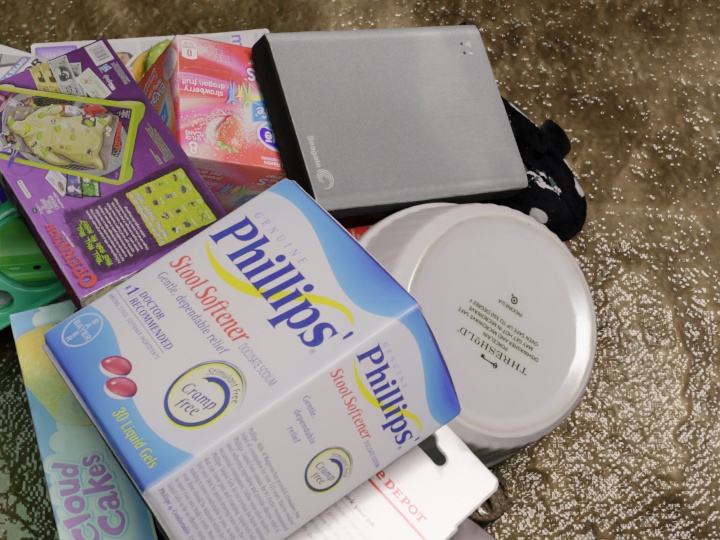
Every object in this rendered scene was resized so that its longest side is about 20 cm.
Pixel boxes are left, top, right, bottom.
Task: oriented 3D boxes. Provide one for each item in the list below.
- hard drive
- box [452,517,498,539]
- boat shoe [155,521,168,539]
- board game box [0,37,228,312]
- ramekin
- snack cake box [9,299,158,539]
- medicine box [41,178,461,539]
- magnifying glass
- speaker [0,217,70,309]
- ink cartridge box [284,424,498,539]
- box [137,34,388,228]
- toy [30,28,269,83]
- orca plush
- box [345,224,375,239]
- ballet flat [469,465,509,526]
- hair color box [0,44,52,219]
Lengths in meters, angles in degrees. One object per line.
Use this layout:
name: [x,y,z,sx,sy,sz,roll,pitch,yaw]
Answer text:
hard drive: [0.023,-0.114,1.230,0.199,0.033,0.141,-8,74,-34]
box: [0.009,0.228,1.146,0.199,0.124,0.149,36,70,7]
boat shoe: [-0.078,0.122,1.164,0.072,0.066,0.200,45,35,1]
board game box: [-0.185,-0.069,1.133,0.119,0.032,0.201,-23,59,-22]
ramekin: [0.080,0.043,1.169,0.201,0.094,0.205,5,78,-25]
snack cake box: [-0.194,0.134,1.165,0.067,0.115,0.202,-13,70,-12]
medicine box: [-0.071,0.065,1.035,0.199,0.103,0.182,-34,41,-11]
magnifying glass: [-0.265,0.026,1.180,0.079,0.200,0.022,28,24,-27]
speaker: [-0.250,-0.005,1.229,0.198,0.089,0.089,-5,69,-9]
ink cartridge box: [-0.019,0.173,1.062,0.200,0.068,0.115,-40,76,-18]
box: [-0.067,-0.100,1.249,0.198,0.095,0.104,6,66,-28]
toy: [-0.162,-0.146,1.315,0.198,0.047,0.116,-7,71,-9]
orca plush: [0.122,-0.120,1.326,0.104,0.071,0.201,-18,72,-13]
box: [0.000,0.000,1.263,0.198,0.075,0.051,-8,69,-9]
ballet flat: [0.040,0.112,1.238,0.067,0.046,0.200,-37,77,-19]
hair color box: [-0.287,-0.114,1.235,0.199,0.065,0.110,17,55,26]
